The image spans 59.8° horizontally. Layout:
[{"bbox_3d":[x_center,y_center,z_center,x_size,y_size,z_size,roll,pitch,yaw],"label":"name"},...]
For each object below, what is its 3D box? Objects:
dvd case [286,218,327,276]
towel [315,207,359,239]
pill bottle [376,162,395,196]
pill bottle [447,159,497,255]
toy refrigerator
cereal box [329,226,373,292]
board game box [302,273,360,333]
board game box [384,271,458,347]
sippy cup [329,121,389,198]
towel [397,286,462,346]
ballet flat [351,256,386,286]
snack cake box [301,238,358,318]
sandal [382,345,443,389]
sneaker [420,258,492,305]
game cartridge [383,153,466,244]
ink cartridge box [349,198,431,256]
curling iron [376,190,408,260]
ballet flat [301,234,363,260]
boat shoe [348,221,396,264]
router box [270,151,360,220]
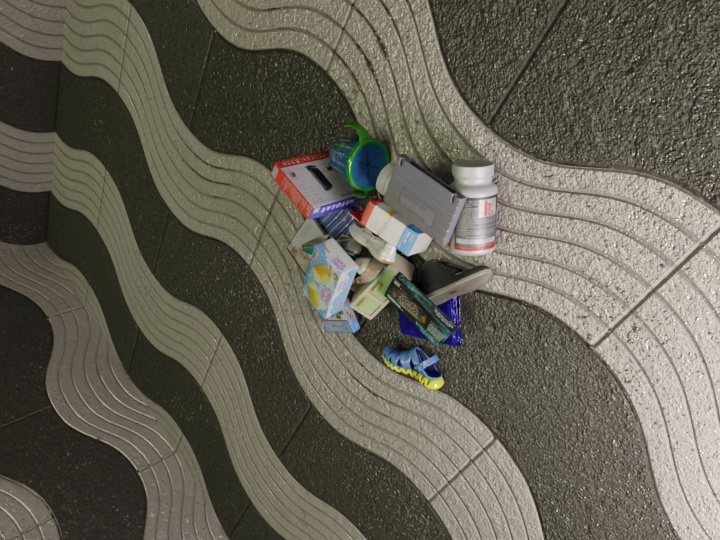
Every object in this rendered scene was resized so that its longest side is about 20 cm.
[{"bbox_3d":[-0.131,-0.043,1.841,0.143,0.017,0.201,-50,64,29],"label":"dvd case"},{"bbox_3d":[-0.068,-0.123,1.805,0.145,0.024,0.201,-42,67,31],"label":"towel"},{"bbox_3d":[0.136,-0.185,1.550,0.199,0.112,0.114,37,129,29],"label":"pill bottle"},{"bbox_3d":[0.257,-0.145,1.440,0.115,0.115,0.203,16,116,41],"label":"pill bottle"},{"bbox_3d":[0.057,0.046,1.712,0.075,0.070,0.200,33,130,-12],"label":"toy refrigerator"},{"bbox_3d":[-0.026,-0.024,1.832,0.199,0.039,0.145,37,127,32],"label":"cereal box"},{"bbox_3d":[-0.090,0.093,1.914,0.150,0.036,0.202,-5,111,54],"label":"board game box"},{"bbox_3d":[0.149,0.101,1.589,0.200,0.028,0.135,44,159,8],"label":"board game box"},{"bbox_3d":[-0.013,-0.293,1.659,0.130,0.139,0.180,31,102,46],"label":"sippy cup"},{"bbox_3d":[0.178,0.120,1.672,0.198,0.049,0.150,9,110,44],"label":"towel"},{"bbox_3d":[0.000,0.000,1.700,0.067,0.069,0.200,31,153,-16],"label":"ballet flat"},{"bbox_3d":[-0.087,0.024,1.716,0.115,0.067,0.201,48,143,23],"label":"snack cake box"},{"bbox_3d":[0.149,0.249,1.738,0.198,0.079,0.088,20,116,30],"label":"sandal"},{"bbox_3d":[0.229,0.005,1.560,0.199,0.074,0.108,-25,60,32],"label":"sneaker"},{"bbox_3d":[0.145,-0.163,1.443,0.200,0.038,0.131,41,135,28],"label":"game cartridge"},{"bbox_3d":[0.082,-0.124,1.602,0.199,0.116,0.068,36,115,20],"label":"ink cartridge box"},{"bbox_3d":[0.090,-0.124,1.685,0.049,0.025,0.202,-27,86,45],"label":"curling iron"},{"bbox_3d":[-0.075,-0.070,1.756,0.198,0.064,0.067,8,156,33],"label":"ballet flat"},{"bbox_3d":[0.039,-0.089,1.659,0.200,0.070,0.070,43,117,45],"label":"boat shoe"},{"bbox_3d":[-0.118,-0.238,1.729,0.180,0.199,0.049,49,134,18],"label":"router box"}]
